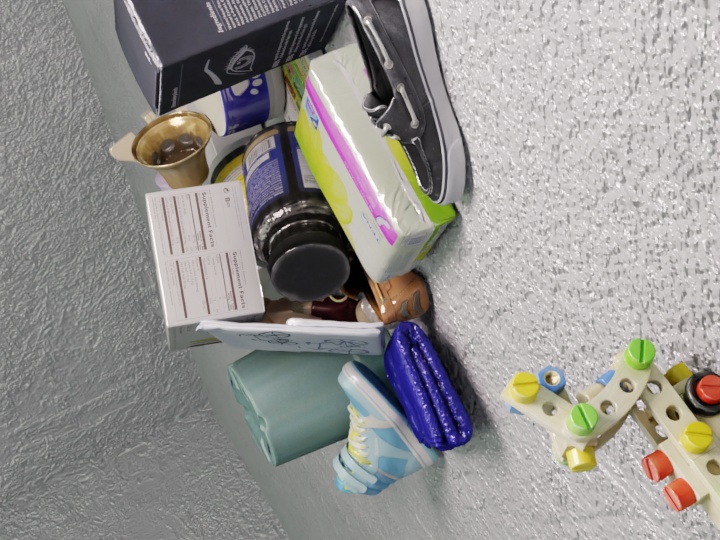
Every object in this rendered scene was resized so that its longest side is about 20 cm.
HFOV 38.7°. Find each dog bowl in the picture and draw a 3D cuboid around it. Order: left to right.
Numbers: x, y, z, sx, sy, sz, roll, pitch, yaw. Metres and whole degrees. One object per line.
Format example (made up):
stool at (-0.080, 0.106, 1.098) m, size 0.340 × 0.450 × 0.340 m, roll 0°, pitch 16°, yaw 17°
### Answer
dog bowl at (-0.168, -0.266, 1.236) m, size 0.200 × 0.079 × 0.200 m, roll 57°, pitch 162°, yaw 29°

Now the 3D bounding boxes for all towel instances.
towel at (0.067, 0.138, 1.156) m, size 0.148 × 0.049 × 0.200 m, roll 62°, pitch 173°, yaw 9°

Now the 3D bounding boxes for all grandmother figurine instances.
grandmother figurine at (-0.032, 0.052, 1.266) m, size 0.200 × 0.121 × 0.061 m, roll -4°, pitch 94°, yaw 41°

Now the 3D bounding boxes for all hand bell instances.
hand bell at (-0.209, -0.096, 1.327) m, size 0.104 × 0.104 × 0.200 m, roll 50°, pitch 165°, yaw 43°

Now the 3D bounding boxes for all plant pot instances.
plant pot at (-0.061, 0.153, 1.376) m, size 0.200 × 0.196 × 0.200 m, roll 56°, pitch 161°, yaw 31°

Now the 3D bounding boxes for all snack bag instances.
snack bag at (-0.071, 0.074, 1.164) m, size 0.189 × 0.200 × 0.021 m, roll 74°, pitch -162°, yaw -79°

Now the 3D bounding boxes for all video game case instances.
video game case at (-0.091, -0.263, 1.177) m, size 0.200 × 0.023 × 0.182 m, roll 65°, pitch 164°, yaw 5°

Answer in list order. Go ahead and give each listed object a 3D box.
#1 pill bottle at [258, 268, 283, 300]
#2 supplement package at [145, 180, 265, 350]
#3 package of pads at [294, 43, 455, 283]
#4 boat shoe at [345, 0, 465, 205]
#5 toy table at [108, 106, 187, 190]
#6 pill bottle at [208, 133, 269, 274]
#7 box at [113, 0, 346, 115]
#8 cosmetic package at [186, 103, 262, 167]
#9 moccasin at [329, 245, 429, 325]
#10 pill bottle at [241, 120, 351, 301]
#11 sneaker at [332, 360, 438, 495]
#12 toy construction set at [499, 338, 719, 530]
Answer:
pill bottle at (-0.121, 0.047, 1.534) m, size 0.200 × 0.112 × 0.112 m, roll 168°, pitch 78°, yaw -86°
supplement package at (-0.187, 0.001, 1.219) m, size 0.200 × 0.111 × 0.156 m, roll 128°, pitch 131°, yaw -75°
package of pads at (0.007, -0.099, 1.016) m, size 0.200 × 0.068 × 0.155 m, roll 62°, pitch 164°, yaw 12°
boat shoe at (0.035, -0.140, 0.864) m, size 0.072 × 0.068 × 0.200 m, roll 40°, pitch 150°, yaw 57°
toy table at (-0.319, -0.217, 1.744) m, size 0.117 × 0.184 × 0.200 m, roll 53°, pitch 161°, yaw -22°
pill bottle at (-0.111, -0.073, 1.349) m, size 0.200 × 0.114 × 0.114 m, roll 58°, pitch 163°, yaw 27°
box at (-0.127, -0.249, 0.984) m, size 0.104 × 0.200 × 0.148 m, roll 64°, pitch 164°, yaw 3°
cosmetic package at (-0.184, -0.184, 1.484) m, size 0.113 × 0.081 × 0.200 m, roll 30°, pitch 143°, yaw 67°
moccasin at (0.000, 0.001, 1.166) m, size 0.201 × 0.078 × 0.074 m, roll 49°, pitch 157°, yaw 45°
pill bottle at (-0.069, -0.066, 1.134) m, size 0.112 × 0.112 × 0.200 m, roll 82°, pitch 176°, yaw -46°
sneaker at (0.001, 0.210, 1.281) m, size 0.200 × 0.130 × 0.080 m, roll 52°, pitch -177°, yaw -32°
toy construction set at (0.189, 0.131, 0.650) m, size 0.200 × 0.131 × 0.092 m, roll 62°, pitch 164°, yaw 12°
